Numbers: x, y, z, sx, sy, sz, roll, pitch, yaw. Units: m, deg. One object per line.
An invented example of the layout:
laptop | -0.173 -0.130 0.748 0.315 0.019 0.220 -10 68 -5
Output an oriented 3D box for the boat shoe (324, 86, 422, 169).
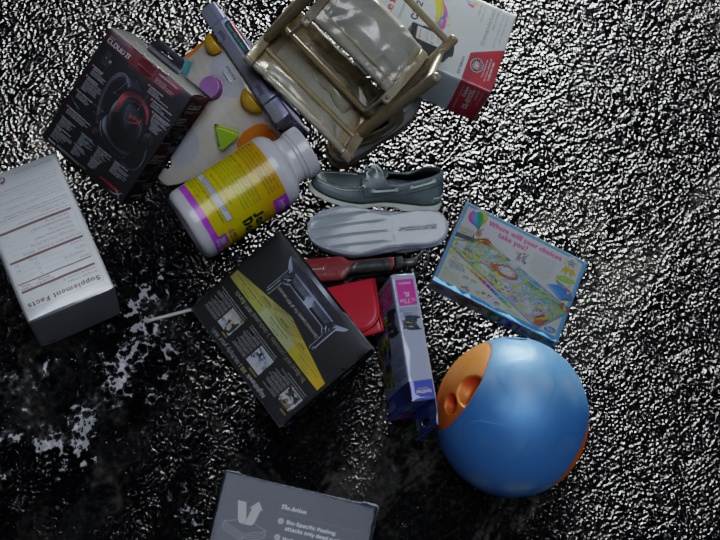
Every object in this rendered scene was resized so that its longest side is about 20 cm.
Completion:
boat shoe | 0.030 -0.230 1.525 0.075 0.069 0.200 40 70 6

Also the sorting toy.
sorting toy | -0.236 -0.218 1.477 0.179 0.107 0.201 -36 79 1

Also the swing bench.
swing bench | -0.013 -0.291 1.390 0.199 0.199 0.130 43 37 -14

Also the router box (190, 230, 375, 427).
router box | -0.101 0.077 1.364 0.157 0.052 0.201 -39 80 1

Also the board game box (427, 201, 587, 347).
board game box | 0.211 0.006 1.492 0.198 0.034 0.136 27 69 1

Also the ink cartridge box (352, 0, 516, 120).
ink cartridge box | 0.106 -0.330 1.507 0.197 0.083 0.148 22 66 -3

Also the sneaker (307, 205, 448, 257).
sneaker | 0.023 -0.049 1.462 0.196 0.071 0.074 2 78 -3

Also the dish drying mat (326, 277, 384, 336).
dish drying mat | -0.069 0.066 1.402 0.197 0.018 0.078 -13 71 6

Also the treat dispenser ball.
treat dispenser ball | 0.193 0.187 1.337 0.197 0.201 0.204 3 70 -8

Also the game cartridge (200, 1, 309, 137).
game cartridge | -0.147 -0.280 1.482 0.038 0.130 0.201 -34 80 1

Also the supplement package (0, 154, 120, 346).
supplement package | -0.406 -0.025 1.356 0.116 0.117 0.202 -23 77 -16

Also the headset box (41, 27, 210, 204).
headset box | -0.310 -0.216 1.410 0.148 0.075 0.201 38 103 6

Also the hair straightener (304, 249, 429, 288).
hair straightener | 0.000 0.000 1.435 0.197 0.077 0.042 -11 69 10

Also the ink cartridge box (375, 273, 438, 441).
ink cartridge box | 0.057 0.118 1.382 0.041 0.119 0.203 -7 73 -16

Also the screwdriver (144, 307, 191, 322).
screwdriver | -0.195 0.044 1.415 0.197 0.029 0.028 -13 73 -14

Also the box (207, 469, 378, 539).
box | -0.097 0.369 1.271 0.193 0.118 0.203 14 70 -4

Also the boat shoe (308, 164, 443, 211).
boat shoe | 0.025 -0.128 1.479 0.196 0.063 0.073 6 34 -12

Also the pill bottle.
pill bottle | -0.154 -0.112 1.423 0.199 0.104 0.105 -34 79 -10
